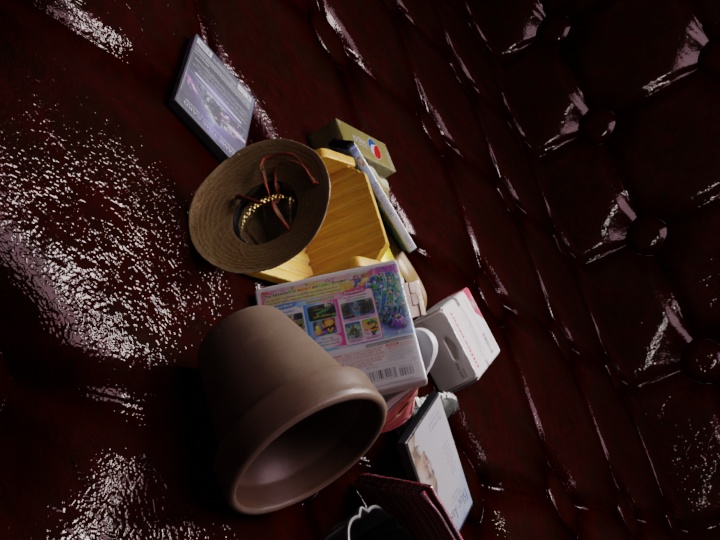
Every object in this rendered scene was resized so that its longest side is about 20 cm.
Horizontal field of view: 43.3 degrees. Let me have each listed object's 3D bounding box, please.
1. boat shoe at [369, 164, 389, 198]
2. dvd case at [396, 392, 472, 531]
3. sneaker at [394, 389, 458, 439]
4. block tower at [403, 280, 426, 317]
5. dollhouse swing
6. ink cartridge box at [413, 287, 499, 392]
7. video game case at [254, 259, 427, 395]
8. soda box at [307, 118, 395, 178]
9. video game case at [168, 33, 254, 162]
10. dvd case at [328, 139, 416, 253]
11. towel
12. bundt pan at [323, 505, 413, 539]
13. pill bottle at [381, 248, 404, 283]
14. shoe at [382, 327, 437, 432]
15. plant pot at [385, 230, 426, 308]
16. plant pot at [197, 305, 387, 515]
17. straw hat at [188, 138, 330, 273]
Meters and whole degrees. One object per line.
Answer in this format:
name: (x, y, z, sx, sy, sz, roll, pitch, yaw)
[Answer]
boat shoe: (0.007, -0.145, 1.668, 0.199, 0.071, 0.077, 15, 62, -61)
dvd case: (0.113, 0.303, 1.336, 0.143, 0.017, 0.202, -45, 121, -57)
sneaker: (0.106, 0.244, 1.445, 0.199, 0.066, 0.092, 8, 59, -58)
block tower: (-0.003, 0.060, 1.301, 0.198, 0.058, 0.055, -10, 84, -31)
dollhouse swing: (-0.083, -0.082, 1.292, 0.176, 0.180, 0.202, 42, 28, -61)
ink cartridge box: (0.177, 0.130, 1.697, 0.147, 0.084, 0.200, 62, 21, 1)
video game case: (-0.029, 0.085, 1.179, 0.024, 0.197, 0.184, 82, -4, -58)
soda box: (-0.013, -0.216, 1.698, 0.199, 0.067, 0.065, 15, 50, -60)
video game case: (-0.219, -0.253, 1.363, 0.143, 0.019, 0.201, 47, 28, -32)
dvd case: (0.018, -0.124, 1.477, 0.201, 0.017, 0.143, 58, -6, -16)
towel: (0.069, 0.326, 1.147, 0.022, 0.199, 0.146, -33, 97, -26)
bundt pan: (0.011, 0.385, 1.061, 0.202, 0.075, 0.203, 48, 26, -32)
pill bottle: (0.000, 0.000, 1.422, 0.202, 0.113, 0.114, 64, 23, 7)
shoe: (0.050, 0.154, 1.248, 0.072, 0.201, 0.091, 47, 24, 23)
plant pot: (0.057, -0.011, 1.548, 0.201, 0.027, 0.200, 55, -7, 10)
plant pot: (-0.095, 0.139, 1.006, 0.200, 0.200, 0.175, 25, 24, -55)
straw hat: (-0.119, -0.065, 1.188, 0.085, 0.198, 0.203, 67, 8, -60)
